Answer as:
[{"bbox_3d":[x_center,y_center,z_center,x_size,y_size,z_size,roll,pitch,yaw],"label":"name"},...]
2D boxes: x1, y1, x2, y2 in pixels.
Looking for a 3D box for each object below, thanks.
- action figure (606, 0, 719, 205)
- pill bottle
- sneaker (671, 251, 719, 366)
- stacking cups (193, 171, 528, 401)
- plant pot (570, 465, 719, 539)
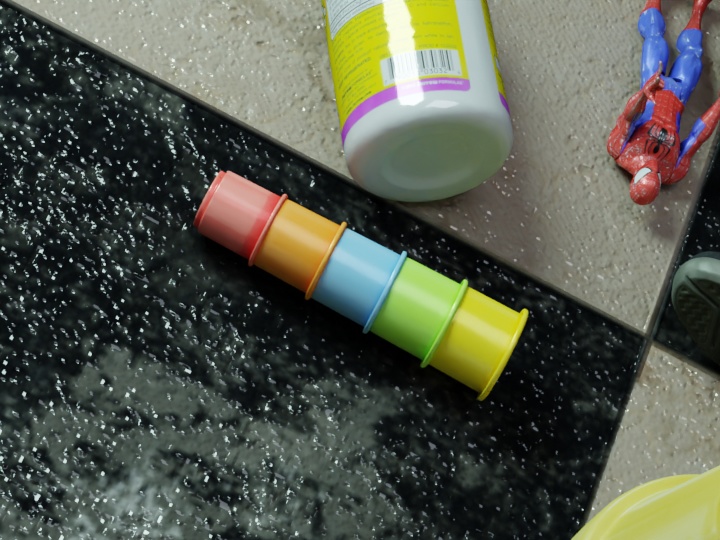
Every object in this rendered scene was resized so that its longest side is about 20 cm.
[{"bbox_3d":[0.208,-0.135,1.401,0.065,0.099,0.201,23,58,-10],"label":"action figure"},{"bbox_3d":[0.029,-0.151,1.338,0.103,0.104,0.202,2,59,-19],"label":"pill bottle"},{"bbox_3d":[0.285,0.022,1.348,0.198,0.076,0.115,24,53,-9],"label":"sneaker"},{"bbox_3d":[0.000,0.000,1.263,0.199,0.061,0.061,31,55,0],"label":"stacking cups"},{"bbox_3d":[0.210,0.184,1.152,0.199,0.189,0.202,9,57,-14],"label":"plant pot"}]
